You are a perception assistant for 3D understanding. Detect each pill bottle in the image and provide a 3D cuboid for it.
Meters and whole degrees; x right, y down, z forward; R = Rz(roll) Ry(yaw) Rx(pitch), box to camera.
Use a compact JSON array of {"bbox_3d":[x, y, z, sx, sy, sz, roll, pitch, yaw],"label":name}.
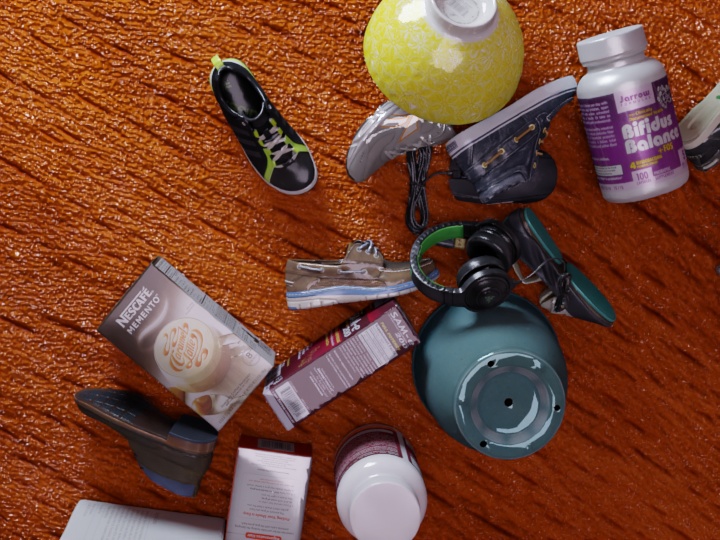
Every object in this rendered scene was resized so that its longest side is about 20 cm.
[{"bbox_3d":[0.331,-0.194,1.418,0.111,0.112,0.202,-17,102,0],"label":"pill bottle"},{"bbox_3d":[0.024,0.271,1.431,0.112,0.200,0.114,0,98,-2],"label":"pill bottle"}]

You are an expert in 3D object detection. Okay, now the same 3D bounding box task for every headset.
[{"bbox_3d":[0.159,0.005,1.412,0.198,0.124,0.094,8,138,14],"label":"headset"}]

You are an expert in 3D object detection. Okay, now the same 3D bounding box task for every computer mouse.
[{"bbox_3d":[0.152,-0.093,1.460,0.198,0.046,0.142,7,97,-4],"label":"computer mouse"}]

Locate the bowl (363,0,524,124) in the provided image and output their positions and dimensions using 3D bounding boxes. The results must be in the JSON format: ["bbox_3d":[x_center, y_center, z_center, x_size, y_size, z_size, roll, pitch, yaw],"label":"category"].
[{"bbox_3d":[0.109,-0.285,1.352,0.198,0.108,0.202,4,63,-9],"label":"bowl"}]

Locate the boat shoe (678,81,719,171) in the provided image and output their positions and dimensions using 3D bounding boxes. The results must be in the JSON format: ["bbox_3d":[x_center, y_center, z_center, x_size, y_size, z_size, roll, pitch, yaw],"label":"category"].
[{"bbox_3d":[0.486,-0.212,1.455,0.200,0.072,0.068,-45,114,3],"label":"boat shoe"}]

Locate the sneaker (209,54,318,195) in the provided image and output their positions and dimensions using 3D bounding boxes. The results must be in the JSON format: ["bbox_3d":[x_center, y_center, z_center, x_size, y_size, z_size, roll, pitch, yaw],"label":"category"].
[{"bbox_3d":[-0.127,-0.174,1.416,0.072,0.083,0.201,-37,99,3],"label":"sneaker"}]

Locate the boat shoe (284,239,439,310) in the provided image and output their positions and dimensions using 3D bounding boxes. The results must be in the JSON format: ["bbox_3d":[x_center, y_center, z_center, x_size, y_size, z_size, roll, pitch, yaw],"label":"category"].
[{"bbox_3d":[0.000,0.000,1.454,0.198,0.072,0.073,-10,98,-1],"label":"boat shoe"}]

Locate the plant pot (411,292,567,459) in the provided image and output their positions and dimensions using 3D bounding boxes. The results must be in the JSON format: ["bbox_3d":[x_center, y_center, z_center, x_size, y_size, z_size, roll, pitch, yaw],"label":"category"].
[{"bbox_3d":[0.170,0.141,1.422,0.198,0.188,0.202,-1,102,-2],"label":"plant pot"}]

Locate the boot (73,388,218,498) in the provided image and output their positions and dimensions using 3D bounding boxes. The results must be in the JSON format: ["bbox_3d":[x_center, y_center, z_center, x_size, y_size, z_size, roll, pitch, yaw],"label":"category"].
[{"bbox_3d":[-0.282,0.221,1.469,0.198,0.075,0.098,18,113,14],"label":"boot"}]

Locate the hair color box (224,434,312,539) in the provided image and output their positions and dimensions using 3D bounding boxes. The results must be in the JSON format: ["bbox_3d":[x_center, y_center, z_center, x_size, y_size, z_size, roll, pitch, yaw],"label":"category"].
[{"bbox_3d":[-0.124,0.325,1.502,0.100,0.061,0.202,9,97,-4],"label":"hair color box"}]

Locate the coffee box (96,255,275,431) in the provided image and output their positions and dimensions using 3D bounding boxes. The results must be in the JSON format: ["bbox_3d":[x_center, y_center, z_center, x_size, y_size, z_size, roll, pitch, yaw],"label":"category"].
[{"bbox_3d":[-0.218,0.091,1.452,0.200,0.080,0.115,40,95,-8],"label":"coffee box"}]

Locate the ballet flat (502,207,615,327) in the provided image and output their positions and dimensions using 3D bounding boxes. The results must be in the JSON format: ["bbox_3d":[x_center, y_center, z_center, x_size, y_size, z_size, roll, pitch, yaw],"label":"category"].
[{"bbox_3d":[0.244,0.007,1.475,0.073,0.073,0.200,-41,103,4],"label":"ballet flat"}]

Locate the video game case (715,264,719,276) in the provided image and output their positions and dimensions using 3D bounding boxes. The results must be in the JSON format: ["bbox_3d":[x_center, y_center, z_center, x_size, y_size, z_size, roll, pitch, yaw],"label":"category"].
[{"bbox_3d":[0.582,0.033,1.516,0.143,0.018,0.201,-37,99,2],"label":"video game case"}]

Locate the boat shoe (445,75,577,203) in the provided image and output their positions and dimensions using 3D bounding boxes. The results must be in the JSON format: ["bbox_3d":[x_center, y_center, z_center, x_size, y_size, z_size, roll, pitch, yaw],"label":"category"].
[{"bbox_3d":[0.202,-0.161,1.417,0.199,0.071,0.091,-31,90,-20],"label":"boat shoe"}]

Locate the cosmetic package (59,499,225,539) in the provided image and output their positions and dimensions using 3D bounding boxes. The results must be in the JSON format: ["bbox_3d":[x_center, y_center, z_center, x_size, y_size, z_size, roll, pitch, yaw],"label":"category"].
[{"bbox_3d":[-0.282,0.407,1.454,0.198,0.166,0.169,8,98,-5],"label":"cosmetic package"}]

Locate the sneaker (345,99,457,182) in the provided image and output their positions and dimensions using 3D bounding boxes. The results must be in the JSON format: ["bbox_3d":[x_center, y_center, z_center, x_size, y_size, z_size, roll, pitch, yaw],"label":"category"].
[{"bbox_3d":[0.067,-0.175,1.419,0.092,0.076,0.200,44,95,11],"label":"sneaker"}]

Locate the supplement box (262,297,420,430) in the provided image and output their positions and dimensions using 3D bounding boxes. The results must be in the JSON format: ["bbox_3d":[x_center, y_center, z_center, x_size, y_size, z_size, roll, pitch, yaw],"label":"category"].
[{"bbox_3d":[-0.025,0.112,1.451,0.199,0.109,0.061,-33,98,1],"label":"supplement box"}]
